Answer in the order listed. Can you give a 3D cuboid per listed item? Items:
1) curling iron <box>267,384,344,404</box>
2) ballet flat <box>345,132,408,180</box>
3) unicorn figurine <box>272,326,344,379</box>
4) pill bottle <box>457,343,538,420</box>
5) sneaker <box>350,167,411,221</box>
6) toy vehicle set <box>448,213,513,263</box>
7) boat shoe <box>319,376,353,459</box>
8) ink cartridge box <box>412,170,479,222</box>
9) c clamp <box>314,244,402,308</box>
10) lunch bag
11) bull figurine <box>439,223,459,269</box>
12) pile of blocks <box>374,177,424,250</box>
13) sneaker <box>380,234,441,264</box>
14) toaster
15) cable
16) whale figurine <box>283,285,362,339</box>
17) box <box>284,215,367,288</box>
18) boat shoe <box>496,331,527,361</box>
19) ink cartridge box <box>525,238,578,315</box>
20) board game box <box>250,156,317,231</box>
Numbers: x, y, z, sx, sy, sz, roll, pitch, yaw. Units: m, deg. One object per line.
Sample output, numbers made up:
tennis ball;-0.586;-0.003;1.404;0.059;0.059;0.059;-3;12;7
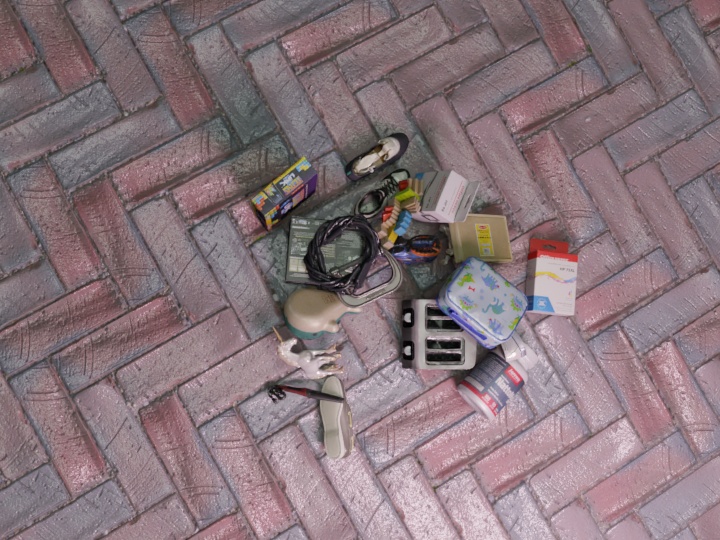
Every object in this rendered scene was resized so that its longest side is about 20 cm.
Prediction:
curling iron;-0.136;0.314;1.682;0.199;0.026;0.050;4;62;11
ballet flat;0.049;-0.300;1.770;0.199;0.073;0.073;-33;89;-9
unicorn figurine;-0.121;0.216;1.652;0.136;0.201;0.074;-11;41;8
pill bottle;0.354;0.270;1.726;0.120;0.120;0.200;45;81;-1
sneaker;0.062;-0.194;1.752;0.076;0.088;0.200;45;80;1
toy vehicle set;0.312;-0.082;1.748;0.199;0.026;0.125;0;79;-39
boat shoe;-0.055;0.368;1.698;0.060;0.072;0.203;11;71;-50
ink cartridge box;0.199;-0.186;1.707;0.066;0.200;0.116;27;81;-28
c clamp;0.000;0.000;1.670;0.199;0.027;0.172;-18;88;-8
lunch bag;0.291;0.078;1.636;0.200;0.082;0.161;38;62;-2
bull figurine;0.260;-0.031;1.755;0.121;0.065;0.201;-38;98;-46
pile of blocks;0.095;-0.152;1.698;0.062;0.082;0.201;33;75;-36
sneaker;0.108;-0.049;1.752;0.199;0.079;0.076;7;59;10
toaster;0.203;0.165;1.719;0.198;0.119;0.182;2;85;-7
cable;-0.044;-0.048;1.644;0.162;0.051;0.201;24;81;9
whale figurine;-0.097;0.108;1.706;0.199;0.104;0.159;-13;48;-28
box;-0.087;-0.043;1.719;0.198;0.086;0.165;4;84;-7
boat shoe;0.342;0.158;1.712;0.069;0.200;0.071;-24;130;-6
ink cartridge box;0.506;0.014;1.795;0.115;0.067;0.202;6;83;-6
board game box;-0.185;-0.183;1.664;0.165;0.200;0.057;-40;88;-8
